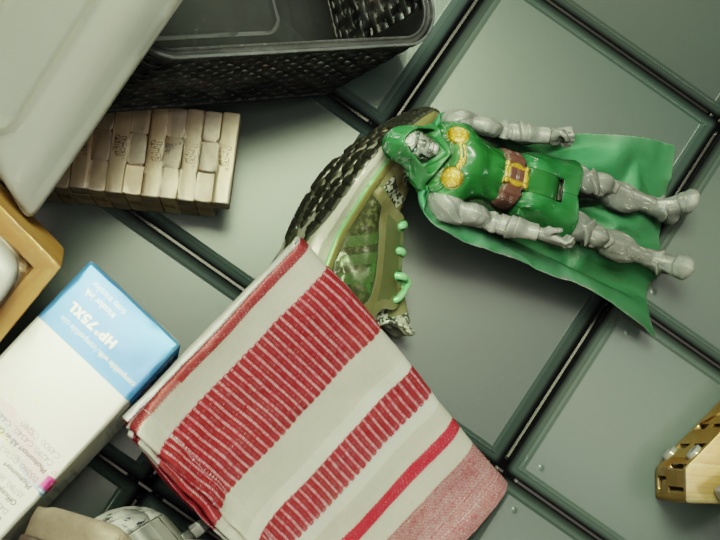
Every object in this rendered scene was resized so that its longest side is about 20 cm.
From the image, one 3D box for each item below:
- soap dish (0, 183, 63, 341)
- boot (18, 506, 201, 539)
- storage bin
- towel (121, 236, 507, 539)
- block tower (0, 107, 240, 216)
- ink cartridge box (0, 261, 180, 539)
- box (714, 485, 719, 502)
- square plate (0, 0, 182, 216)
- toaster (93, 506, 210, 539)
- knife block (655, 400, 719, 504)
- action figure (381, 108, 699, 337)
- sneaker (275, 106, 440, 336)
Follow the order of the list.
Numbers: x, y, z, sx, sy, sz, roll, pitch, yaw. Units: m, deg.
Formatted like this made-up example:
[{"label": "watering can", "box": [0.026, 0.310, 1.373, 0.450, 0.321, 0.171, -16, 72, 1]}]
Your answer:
[{"label": "soap dish", "box": [-0.262, 0.008, 0.825, 0.157, 0.081, 0.200, 44, 109, 2]}, {"label": "boot", "box": [-0.162, 0.187, 0.750, 0.198, 0.070, 0.148, 7, 75, 3]}, {"label": "storage bin", "box": [-0.072, -0.168, 0.842, 0.199, 0.093, 0.136, -10, 83, -39]}, {"label": "towel", "box": [-0.018, 0.102, 0.847, 0.144, 0.023, 0.200, -47, 113, -18]}, {"label": "block tower", "box": [-0.169, -0.069, 0.887, 0.198, 0.058, 0.055, 6, 83, -2]}, {"label": "ink cartridge box", "box": [-0.187, 0.097, 0.829, 0.067, 0.116, 0.200, 42, 77, 1]}, {"label": "box", "box": [0.287, 0.086, 0.849, 0.199, 0.039, 0.042, -29, 88, -7]}, {"label": "square plate", "box": [-0.169, -0.163, 0.767, 0.200, 0.028, 0.199, -48, 65, 33]}, {"label": "toaster", "box": [-0.146, 0.216, 0.829, 0.199, 0.114, 0.130, -35, 83, -5]}, {"label": "knife block", "box": [0.296, 0.114, 0.898, 0.200, 0.064, 0.176, -43, 88, -8]}, {"label": "action figure", "box": [0.099, -0.044, 0.876, 0.199, 0.055, 0.119, 15, 70, -24]}, {"label": "sneaker", "box": [0.000, 0.000, 0.895, 0.088, 0.077, 0.201, 33, 85, -18]}]
